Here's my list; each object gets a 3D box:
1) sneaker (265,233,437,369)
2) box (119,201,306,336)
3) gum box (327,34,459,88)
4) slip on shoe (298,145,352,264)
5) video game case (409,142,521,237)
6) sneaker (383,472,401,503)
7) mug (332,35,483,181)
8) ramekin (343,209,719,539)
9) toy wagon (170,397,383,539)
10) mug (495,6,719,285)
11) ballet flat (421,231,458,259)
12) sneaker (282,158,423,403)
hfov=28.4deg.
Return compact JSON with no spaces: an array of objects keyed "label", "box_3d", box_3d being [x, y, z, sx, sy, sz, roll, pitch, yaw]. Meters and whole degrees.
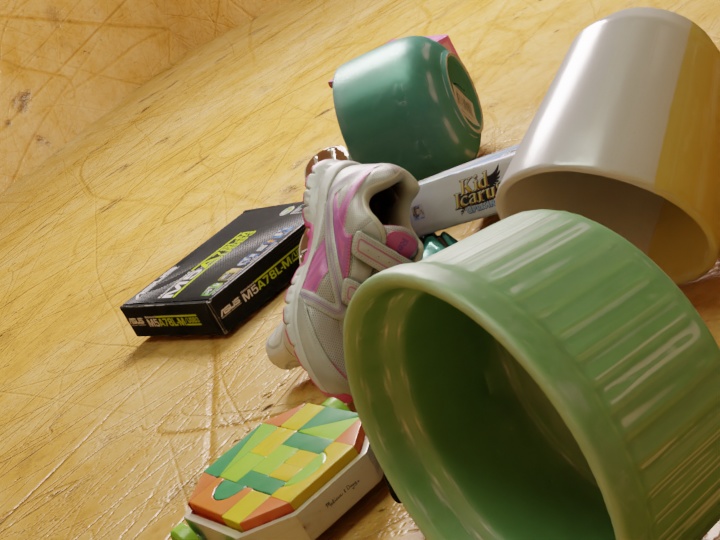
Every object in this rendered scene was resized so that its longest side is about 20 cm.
[{"label":"sneaker","box_3d":[-0.007,0.017,1.209,0.200,0.075,0.081,-37,-1,-37]},{"label":"box","box_3d":[-0.132,-0.003,1.506,0.200,0.048,0.192,-40,22,-30]},{"label":"gum box","box_3d":[0.044,-0.250,1.860,0.113,0.067,0.200,-33,17,-14]},{"label":"slip on shoe","box_3d":[-0.019,-0.039,1.391,0.075,0.061,0.201,-24,39,13]},{"label":"video game case","box_3d":[0.127,-0.080,1.192,0.180,0.046,0.199,-18,3,37]},{"label":"sneaker","box_3d":[0.038,0.104,0.873,0.079,0.087,0.200,1,0,7]},{"label":"mug","box_3d":[0.060,-0.167,1.458,0.113,0.153,0.185,-20,19,23]},{"label":"ramekin","box_3d":[0.089,0.069,0.687,0.097,0.202,0.199,-30,15,-26]},{"label":"toy wagon","box_3d":[-0.062,0.145,0.987,0.155,0.040,0.199,-38,19,-23]},{"label":"mug","box_3d":[0.197,-0.082,0.963,0.149,0.185,0.154,-31,35,60]},{"label":"ballet flat","box_3d":[0.077,0.025,1.069,0.071,0.067,0.200,-54,16,4]},{"label":"sneaker","box_3d":[0.000,0.000,1.089,0.088,0.081,0.202,-13,66,41]}]
